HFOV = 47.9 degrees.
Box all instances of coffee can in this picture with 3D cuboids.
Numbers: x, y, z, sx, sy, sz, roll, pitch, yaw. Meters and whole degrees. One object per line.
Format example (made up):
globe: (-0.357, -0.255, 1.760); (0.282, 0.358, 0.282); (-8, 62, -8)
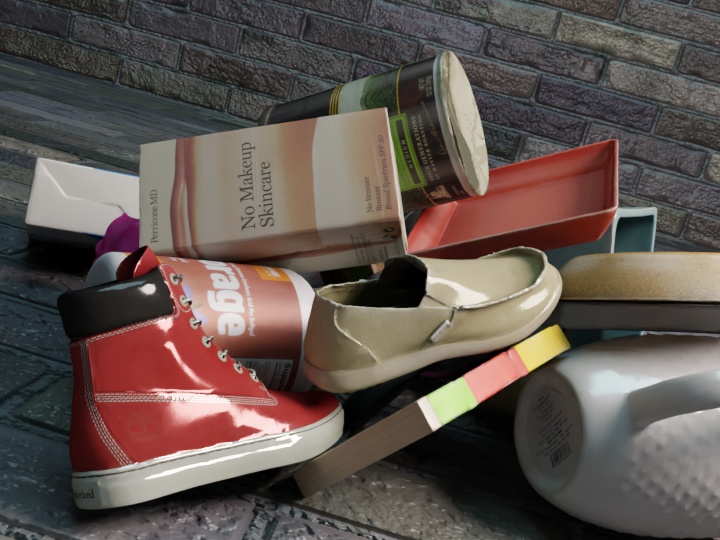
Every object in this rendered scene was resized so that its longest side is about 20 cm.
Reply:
coffee can: (0.015, -0.125, 0.831); (0.199, 0.147, 0.146); (-13, 4, 21)

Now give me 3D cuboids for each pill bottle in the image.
pill bottle: (-0.101, 0.049, 0.609); (0.199, 0.113, 0.112); (5, 17, -34)

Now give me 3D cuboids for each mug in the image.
mug: (0.219, 0.108, 0.569); (0.174, 0.148, 0.200); (5, -27, -20)

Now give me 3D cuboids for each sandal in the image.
sandal: (0.076, 0.066, 0.645); (0.048, 0.200, 0.075); (51, -2, 16)

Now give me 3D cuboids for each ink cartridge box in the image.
ink cartridge box: (-0.291, -0.061, 0.865); (0.116, 0.068, 0.200); (9, -7, -20)

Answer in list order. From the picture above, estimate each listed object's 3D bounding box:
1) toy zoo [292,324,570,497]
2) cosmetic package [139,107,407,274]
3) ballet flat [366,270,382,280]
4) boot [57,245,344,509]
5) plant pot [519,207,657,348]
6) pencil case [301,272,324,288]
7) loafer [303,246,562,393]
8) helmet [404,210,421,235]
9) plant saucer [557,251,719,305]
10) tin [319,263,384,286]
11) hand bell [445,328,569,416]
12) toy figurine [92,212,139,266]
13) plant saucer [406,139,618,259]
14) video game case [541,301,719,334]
toy zoo: (0.061, 0.089, 0.558); (0.200, 0.131, 0.021); (-18, 75, -47)
cosmetic package: (-0.067, -0.054, 0.647); (0.199, 0.104, 0.087); (-9, -21, 4)
ballet flat: (0.053, 0.022, 0.710); (0.073, 0.073, 0.200); (21, 9, 22)
boot: (-0.091, 0.055, 0.511); (0.072, 0.145, 0.200); (-13, -8, 40)
plant pot: (0.205, 0.020, 0.918); (0.199, 0.197, 0.196); (8, 8, 30)
pencil case: (-0.016, 0.006, 0.939); (0.199, 0.083, 0.091); (14, 52, -7)
loafer: (0.052, 0.020, 0.552); (0.199, 0.069, 0.076); (-21, 29, -21)
helmet: (0.057, -0.104, 1.226); (0.199, 0.191, 0.201); (0, 51, 0)
plant saucer: (0.236, 0.008, 0.620); (0.199, 0.036, 0.200); (1, -3, 0)
tin: (0.000, 0.000, 0.787); (0.042, 0.200, 0.112); (-36, 46, -17)
hand bell: (0.085, 0.092, 0.746); (0.199, 0.105, 0.104); (7, 10, 20)
toy figurine: (-0.156, -0.001, 0.771); (0.183, 0.151, 0.200); (3, -8, -5)
plant saucer: (0.155, -0.060, 0.794); (0.199, 0.037, 0.200); (-13, 21, 23)
video game case: (0.230, 0.040, 0.692); (0.199, 0.023, 0.182); (2, -2, -9)
